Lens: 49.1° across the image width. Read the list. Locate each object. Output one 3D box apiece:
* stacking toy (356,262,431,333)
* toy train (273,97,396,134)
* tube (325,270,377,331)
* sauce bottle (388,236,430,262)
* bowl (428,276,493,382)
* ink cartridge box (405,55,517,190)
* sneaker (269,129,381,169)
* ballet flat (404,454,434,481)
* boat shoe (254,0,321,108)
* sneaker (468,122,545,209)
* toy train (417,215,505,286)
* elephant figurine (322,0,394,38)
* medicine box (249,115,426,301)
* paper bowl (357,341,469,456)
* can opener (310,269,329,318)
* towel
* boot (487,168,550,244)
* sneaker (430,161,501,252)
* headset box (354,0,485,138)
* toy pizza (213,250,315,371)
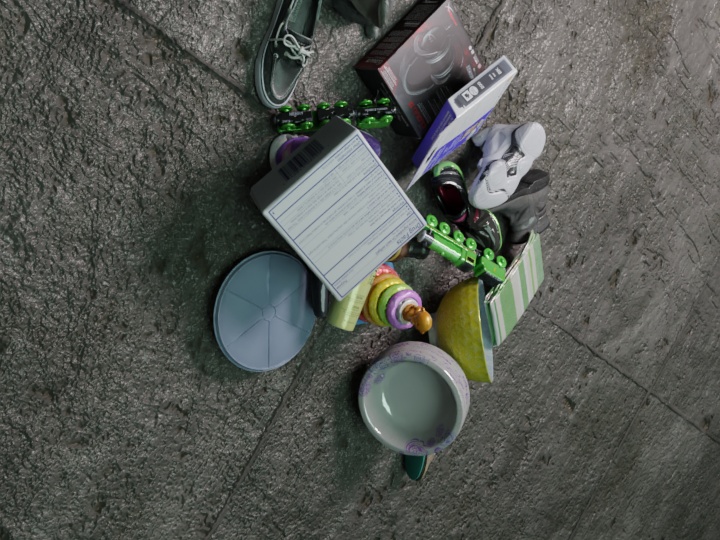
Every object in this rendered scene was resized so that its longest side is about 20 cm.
[{"bbox_3d":[0.061,0.059,1.347,0.109,0.199,0.118,-9,109,-31],"label":"stacking toy"},{"bbox_3d":[-0.041,-0.241,1.248,0.197,0.056,0.042,-7,80,-13],"label":"toy train"},{"bbox_3d":[0.000,0.000,1.312,0.058,0.051,0.202,-9,122,-79],"label":"tube"},{"bbox_3d":[0.035,-0.048,1.381,0.198,0.064,0.066,2,104,-35],"label":"sauce bottle"},{"bbox_3d":[0.186,0.115,1.494,0.106,0.201,0.202,-6,116,14],"label":"bowl"},{"bbox_3d":[0.155,-0.244,1.324,0.043,0.198,0.200,46,66,6],"label":"ink cartridge box"},{"bbox_3d":[-0.043,-0.181,1.271,0.198,0.088,0.082,-10,109,-32],"label":"sneaker"},{"bbox_3d":[0.129,0.321,1.560,0.067,0.068,0.203,-11,112,-34],"label":"ballet flat"},{"bbox_3d":[-0.102,-0.343,1.191,0.073,0.068,0.202,17,95,-36],"label":"boat shoe"},{"bbox_3d":[0.241,-0.194,1.438,0.200,0.114,0.075,-49,125,-15],"label":"sneaker"},{"bbox_3d":[0.180,-0.032,1.414,0.198,0.042,0.057,28,54,-19],"label":"toy train"},{"bbox_3d":[0.027,-0.432,1.168,0.154,0.199,0.143,6,102,-35],"label":"elephant figurine"},{"bbox_3d":[-0.033,-0.093,1.193,0.182,0.103,0.200,-40,120,0],"label":"medicine box"},{"bbox_3d":[0.103,0.228,1.448,0.104,0.198,0.203,-38,133,-66],"label":"paper bowl"},{"bbox_3d":[-0.072,-0.022,1.309,0.077,0.063,0.203,-4,101,10],"label":"can opener"},{"bbox_3d":[0.305,0.038,1.555,0.201,0.023,0.153,-52,143,-27],"label":"towel"},{"bbox_3d":[0.298,-0.106,1.541,0.198,0.070,0.133,-21,122,-21],"label":"boot"},{"bbox_3d":[0.185,-0.102,1.436,0.200,0.076,0.084,49,39,-19],"label":"sneaker"},{"bbox_3d":[0.096,-0.333,1.323,0.200,0.077,0.149,-47,125,-14],"label":"headset box"},{"bbox_3d":[-0.158,0.066,1.302,0.198,0.032,0.203,-9,105,-37],"label":"toy pizza"}]
